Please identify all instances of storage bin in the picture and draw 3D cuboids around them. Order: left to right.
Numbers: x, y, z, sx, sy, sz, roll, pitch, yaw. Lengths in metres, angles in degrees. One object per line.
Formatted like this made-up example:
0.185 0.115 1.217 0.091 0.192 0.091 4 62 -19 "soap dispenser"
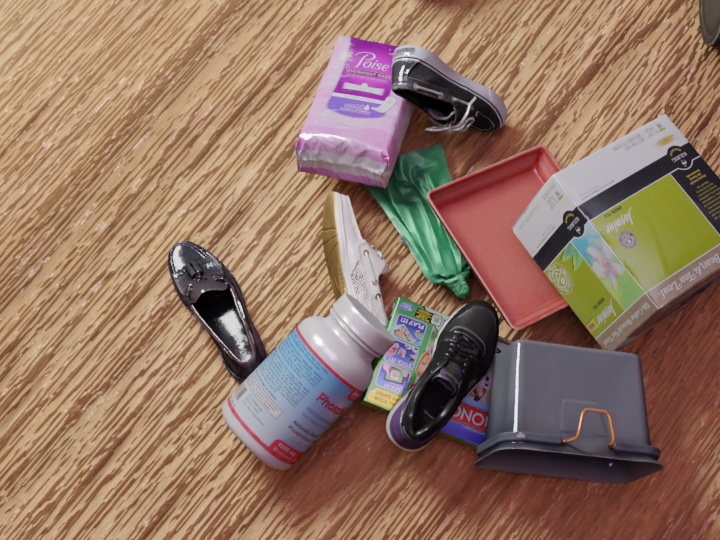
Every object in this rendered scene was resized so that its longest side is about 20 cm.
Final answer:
0.238 0.157 1.450 0.199 0.146 0.135 7 69 -12 "storage bin"

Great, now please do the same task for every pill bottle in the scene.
-0.057 0.125 1.469 0.200 0.109 0.109 -46 77 6 "pill bottle"

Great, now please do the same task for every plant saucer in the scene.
0.200 -0.038 1.553 0.199 0.037 0.200 -24 74 -30 "plant saucer"

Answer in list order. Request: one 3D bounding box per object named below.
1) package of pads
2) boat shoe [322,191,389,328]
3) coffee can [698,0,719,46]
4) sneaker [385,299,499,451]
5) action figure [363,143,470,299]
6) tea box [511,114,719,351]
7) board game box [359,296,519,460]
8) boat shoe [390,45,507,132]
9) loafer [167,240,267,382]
0.003 -0.198 1.583 0.120 0.076 0.201 13 52 8 "package of pads"
0.000 0.000 1.557 0.069 0.071 0.201 -9 86 -15 "boat shoe"
0.548 -0.356 1.622 0.199 0.146 0.147 3 72 1 "coffee can"
0.108 0.118 1.455 0.076 0.088 0.200 33 73 -1 "sneaker"
0.087 -0.052 1.578 0.118 0.055 0.201 -21 70 -8 "action figure"
0.327 -0.043 1.501 0.200 0.134 0.197 -28 73 -29 "tea box"
0.114 0.130 1.515 0.199 0.029 0.135 21 73 -5 "board game box"
0.110 -0.205 1.569 0.073 0.199 0.068 -5 68 37 "boat shoe"
-0.173 0.041 1.546 0.072 0.063 0.200 -30 75 -9 "loafer"
